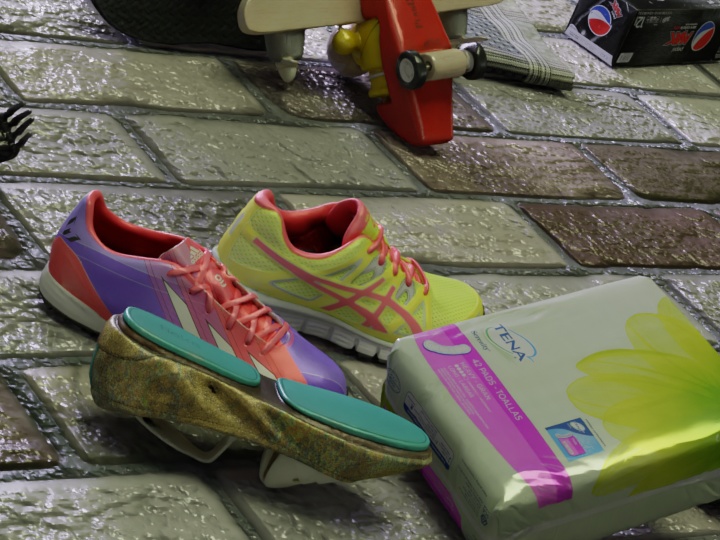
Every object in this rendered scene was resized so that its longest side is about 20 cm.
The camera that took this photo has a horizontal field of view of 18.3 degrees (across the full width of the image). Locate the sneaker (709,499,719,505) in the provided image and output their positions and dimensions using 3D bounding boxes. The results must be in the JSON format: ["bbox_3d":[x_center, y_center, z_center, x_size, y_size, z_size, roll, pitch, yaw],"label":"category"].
[{"bbox_3d":[0.220,0.102,1.454,0.199,0.071,0.098,20,23,-11],"label":"sneaker"}]

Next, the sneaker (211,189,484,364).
[{"bbox_3d":[0.000,0.000,1.440,0.199,0.091,0.078,11,26,-28],"label":"sneaker"}]

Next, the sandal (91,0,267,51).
[{"bbox_3d":[-0.141,-0.211,1.767,0.200,0.076,0.048,12,2,-40],"label":"sandal"}]

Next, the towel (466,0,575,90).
[{"bbox_3d":[0.085,-0.236,2.029,0.192,0.035,0.200,11,28,-26],"label":"towel"}]

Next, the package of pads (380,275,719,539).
[{"bbox_3d":[0.126,0.086,1.348,0.199,0.068,0.155,-13,43,-23],"label":"package of pads"}]

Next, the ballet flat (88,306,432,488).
[{"bbox_3d":[-0.059,0.085,1.256,0.199,0.071,0.071,23,25,-11],"label":"ballet flat"}]

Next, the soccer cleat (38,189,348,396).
[{"bbox_3d":[-0.093,0.023,1.333,0.199,0.073,0.068,26,25,4],"label":"soccer cleat"}]

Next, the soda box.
[{"bbox_3d":[0.290,-0.245,2.189,0.071,0.064,0.199,40,29,31],"label":"soda box"}]

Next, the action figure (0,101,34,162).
[{"bbox_3d":[-0.299,-0.099,1.362,0.119,0.102,0.200,48,31,20],"label":"action figure"}]

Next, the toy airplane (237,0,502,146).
[{"bbox_3d":[0.010,-0.211,1.797,0.199,0.141,0.200,32,56,-14],"label":"toy airplane"}]
